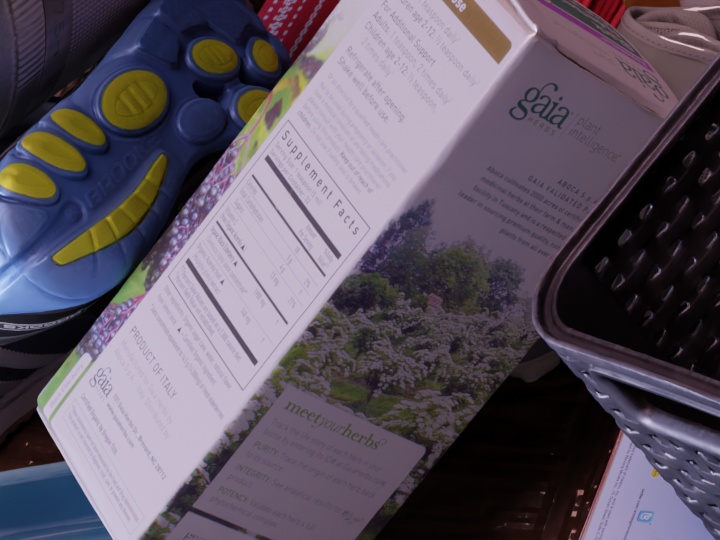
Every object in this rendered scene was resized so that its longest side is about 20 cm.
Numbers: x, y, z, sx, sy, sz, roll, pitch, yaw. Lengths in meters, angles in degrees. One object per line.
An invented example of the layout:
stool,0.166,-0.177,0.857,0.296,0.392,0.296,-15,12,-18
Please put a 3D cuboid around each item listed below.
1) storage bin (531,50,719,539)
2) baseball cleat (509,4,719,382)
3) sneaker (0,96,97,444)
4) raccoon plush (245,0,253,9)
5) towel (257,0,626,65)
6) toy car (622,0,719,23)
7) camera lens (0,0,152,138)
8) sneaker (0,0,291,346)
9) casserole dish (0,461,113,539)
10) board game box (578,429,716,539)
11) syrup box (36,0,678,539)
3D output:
storage bin,0.157,-0.019,0.689,0.200,0.094,0.135,-51,31,-12
baseball cleat,0.074,-0.026,0.890,0.199,0.107,0.070,-17,17,12
sneaker,-0.156,0.015,1.000,0.199,0.109,0.070,-34,44,4
raccoon plush,-0.125,-0.099,1.113,0.200,0.096,0.134,-52,53,19
towel,0.030,-0.099,1.005,0.199,0.022,0.145,4,58,53
toy car,0.153,-0.129,0.890,0.200,0.177,0.185,-42,44,13
camera lens,-0.143,-0.129,0.940,0.159,0.161,0.200,10,39,37
sneaker,-0.079,-0.035,0.928,0.083,0.071,0.200,-36,6,38
casserole dish,-0.100,0.123,0.929,0.199,0.039,0.122,-11,51,26
board game box,0.087,0.118,0.714,0.102,0.019,0.201,1,52,35
syrup box,0.000,0.000,0.840,0.200,0.079,0.082,-52,42,13
